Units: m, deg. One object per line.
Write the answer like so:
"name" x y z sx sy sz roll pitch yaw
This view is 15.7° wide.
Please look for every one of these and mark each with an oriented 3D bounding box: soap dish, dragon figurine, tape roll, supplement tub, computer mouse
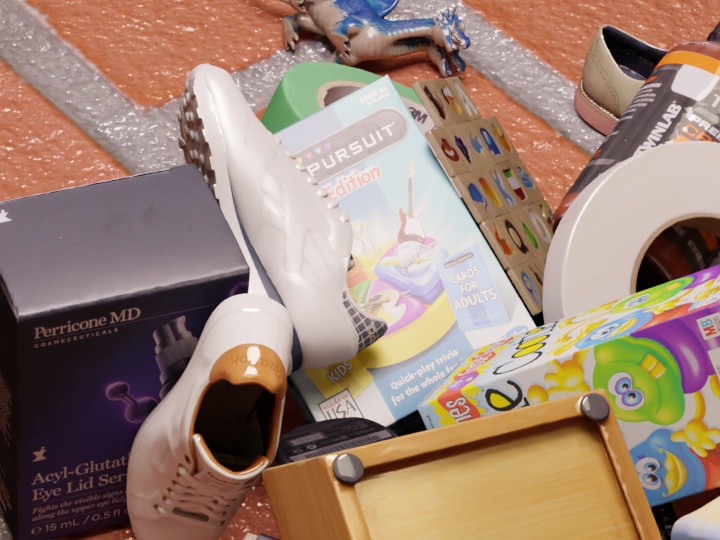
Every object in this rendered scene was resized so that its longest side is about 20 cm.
"soap dish" 0.067 0.149 1.366 0.199 0.081 0.158 -12 70 -20
"dragon figurine" -0.005 -0.198 1.981 0.099 0.059 0.200 -29 53 -32
"tape roll" 0.026 -0.070 1.788 0.200 0.048 0.201 25 23 -11
"supplement tub" 0.219 -0.078 1.737 0.107 0.107 0.200 28 70 23
"tape roll" 0.211 0.020 1.642 0.202 0.037 0.204 3 80 -18
"computer mouse" -0.014 0.143 1.489 0.140 0.046 0.200 -17 21 -25

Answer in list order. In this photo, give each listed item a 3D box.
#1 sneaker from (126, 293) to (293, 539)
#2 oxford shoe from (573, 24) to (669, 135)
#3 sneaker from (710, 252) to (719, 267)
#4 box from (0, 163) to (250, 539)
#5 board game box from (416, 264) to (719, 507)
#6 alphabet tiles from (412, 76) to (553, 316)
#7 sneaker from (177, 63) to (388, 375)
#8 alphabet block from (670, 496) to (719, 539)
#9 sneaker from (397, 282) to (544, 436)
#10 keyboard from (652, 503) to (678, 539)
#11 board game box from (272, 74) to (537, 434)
"sneaker" -0.093 0.112 1.523 0.072 0.201 0.085 13 37 -11
"oxford shoe" 0.244 -0.113 1.902 0.199 0.074 0.071 26 46 21
"sneaker" 0.259 0.005 1.776 0.080 0.077 0.200 -13 39 -7
"box" -0.155 0.051 1.584 0.147 0.201 0.105 -13 46 -19
"board game box" 0.152 0.078 1.517 0.199 0.105 0.103 -21 9 26
"alphabet tiles" 0.099 -0.039 1.706 0.201 0.006 0.166 60 19 3
"sneaker" -0.052 -0.035 1.592 0.080 0.076 0.201 -19 83 -12
"alphabet block" 0.319 0.197 1.435 0.199 0.197 0.195 -25 20 -29
"sneaker" 0.052 0.063 1.680 0.075 0.085 0.200 34 49 28
"keyboard" 0.105 0.166 1.607 0.199 0.040 0.104 -4 42 -9
"board game box" 0.000 0.000 1.640 0.150 0.047 0.201 -28 77 -10
